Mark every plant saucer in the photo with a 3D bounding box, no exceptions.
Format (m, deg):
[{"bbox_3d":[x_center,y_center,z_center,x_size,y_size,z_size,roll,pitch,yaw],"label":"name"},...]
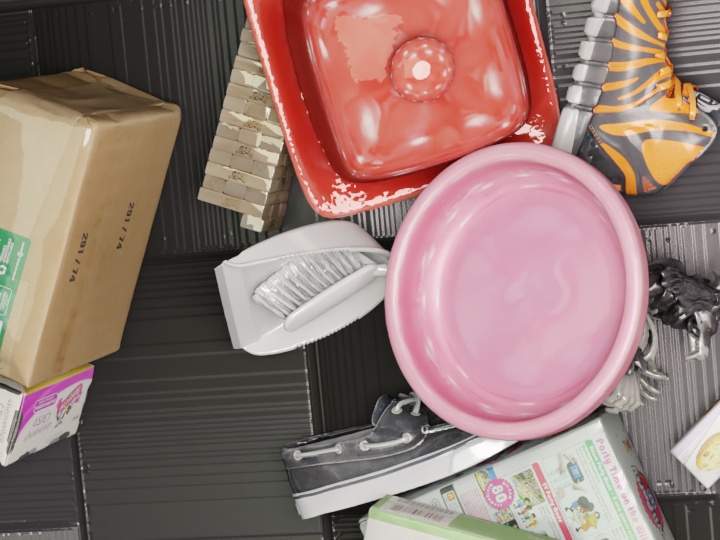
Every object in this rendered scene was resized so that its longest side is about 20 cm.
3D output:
[{"bbox_3d":[0.111,0.016,1.602,0.199,0.051,0.202,-5,81,33],"label":"plant saucer"}]

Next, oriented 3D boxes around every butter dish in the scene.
[{"bbox_3d":[0.036,-0.144,1.622,0.198,0.148,0.201,-17,101,-3],"label":"butter dish"}]

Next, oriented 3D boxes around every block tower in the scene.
[{"bbox_3d":[-0.065,-0.132,1.726,0.057,0.054,0.202,17,99,14],"label":"block tower"}]

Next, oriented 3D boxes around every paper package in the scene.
[{"bbox_3d":[-0.227,-0.036,1.711,0.103,0.191,0.201,19,102,13],"label":"paper package"}]

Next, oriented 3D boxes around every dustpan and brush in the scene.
[{"bbox_3d":[0.000,0.000,1.704,0.199,0.140,0.057,-30,63,-12],"label":"dustpan and brush"}]

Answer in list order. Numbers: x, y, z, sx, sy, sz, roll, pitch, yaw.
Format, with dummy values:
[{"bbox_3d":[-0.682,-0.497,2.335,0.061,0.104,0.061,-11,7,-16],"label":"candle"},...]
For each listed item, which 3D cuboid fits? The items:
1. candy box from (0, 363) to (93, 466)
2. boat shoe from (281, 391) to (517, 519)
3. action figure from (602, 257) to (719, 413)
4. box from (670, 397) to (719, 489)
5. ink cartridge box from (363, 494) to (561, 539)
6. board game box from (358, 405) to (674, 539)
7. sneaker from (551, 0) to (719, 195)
[{"bbox_3d":[-0.320,0.075,1.776,0.199,0.136,0.061,20,102,12],"label":"candy box"},{"bbox_3d":[0.033,0.122,1.719,0.199,0.072,0.068,-20,91,24],"label":"boat shoe"},{"bbox_3d":[0.184,0.049,1.647,0.199,0.119,0.103,-12,83,26],"label":"action figure"},{"bbox_3d":[0.299,0.069,1.651,0.041,0.039,0.200,44,105,6],"label":"box"},{"bbox_3d":[0.061,0.275,1.672,0.144,0.048,0.202,13,101,15],"label":"ink cartridge box"},{"bbox_3d":[0.120,0.205,1.703,0.199,0.064,0.148,-24,90,18],"label":"board game box"},{"bbox_3d":[0.210,-0.147,1.643,0.111,0.078,0.201,17,111,9],"label":"sneaker"}]
